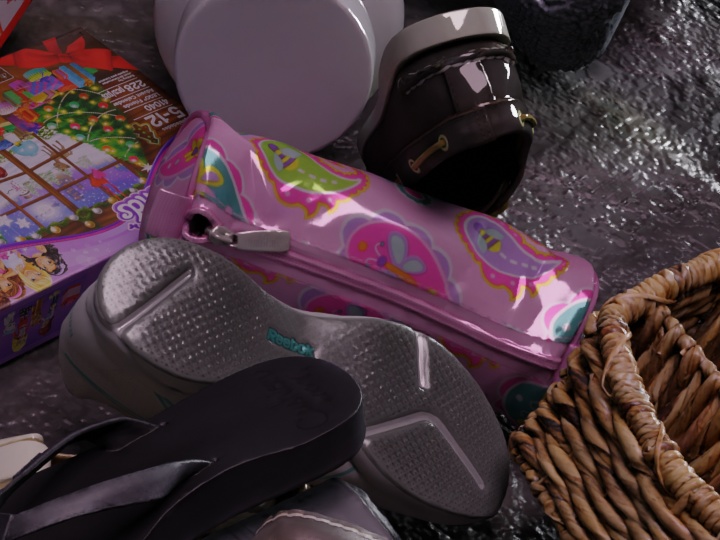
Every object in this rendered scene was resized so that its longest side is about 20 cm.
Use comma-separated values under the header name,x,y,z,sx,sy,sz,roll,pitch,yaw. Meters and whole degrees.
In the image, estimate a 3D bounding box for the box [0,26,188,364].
name,x,y,z,sx,sy,sz,roll,pitch,yaw
box,-0.155,-0.034,1.081,0.137,0.039,0.200,37,43,23

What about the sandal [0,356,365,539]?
name,x,y,z,sx,sy,sz,roll,pitch,yaw
sandal,-0.087,0.075,0.860,0.200,0.043,0.076,-31,40,-32

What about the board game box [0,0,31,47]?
name,x,y,z,sx,sy,sz,roll,pitch,yaw
board game box,-0.244,-0.122,1.110,0.151,0.046,0.200,7,31,7

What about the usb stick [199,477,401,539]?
name,x,y,z,sx,sy,sz,roll,pitch,yaw
usb stick,-0.069,0.130,0.858,0.200,0.033,0.055,-22,67,-33

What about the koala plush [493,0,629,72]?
name,x,y,z,sx,sy,sz,roll,pitch,yaw
koala plush,0.072,-0.223,1.277,0.200,0.184,0.177,27,6,4

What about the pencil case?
name,x,y,z,sx,sy,sz,roll,pitch,yaw
pencil case,0.000,0.000,1.036,0.200,0.087,0.087,22,37,-13

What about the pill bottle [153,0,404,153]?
name,x,y,z,sx,sy,sz,roll,pitch,yaw
pill bottle,-0.038,-0.134,1.154,0.120,0.120,0.200,12,27,-6

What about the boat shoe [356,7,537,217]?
name,x,y,z,sx,sy,sz,roll,pitch,yaw
boat shoe,0.040,-0.052,1.080,0.072,0.201,0.061,-16,74,-4

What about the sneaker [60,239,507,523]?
name,x,y,z,sx,sy,sz,roll,pitch,yaw
sneaker,-0.030,0.051,0.986,0.200,0.080,0.070,27,56,-19

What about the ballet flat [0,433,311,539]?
name,x,y,z,sx,sy,sz,roll,pitch,yaw
ballet flat,-0.109,0.090,0.925,0.200,0.065,0.071,3,46,-15

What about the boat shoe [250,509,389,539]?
name,x,y,z,sx,sy,sz,roll,pitch,yaw
boat shoe,0.037,0.135,0.871,0.200,0.072,0.060,32,47,-24

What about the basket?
name,x,y,z,sx,sy,sz,roll,pitch,yaw
basket,0.172,0.080,0.942,0.143,0.149,0.200,14,29,-49
